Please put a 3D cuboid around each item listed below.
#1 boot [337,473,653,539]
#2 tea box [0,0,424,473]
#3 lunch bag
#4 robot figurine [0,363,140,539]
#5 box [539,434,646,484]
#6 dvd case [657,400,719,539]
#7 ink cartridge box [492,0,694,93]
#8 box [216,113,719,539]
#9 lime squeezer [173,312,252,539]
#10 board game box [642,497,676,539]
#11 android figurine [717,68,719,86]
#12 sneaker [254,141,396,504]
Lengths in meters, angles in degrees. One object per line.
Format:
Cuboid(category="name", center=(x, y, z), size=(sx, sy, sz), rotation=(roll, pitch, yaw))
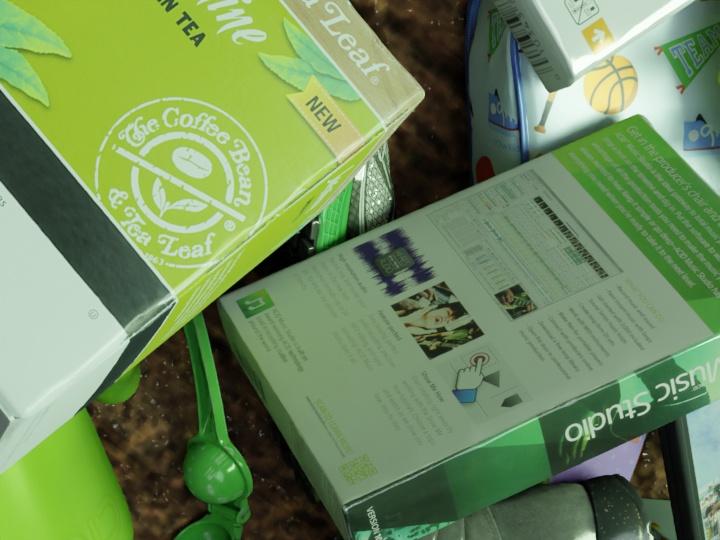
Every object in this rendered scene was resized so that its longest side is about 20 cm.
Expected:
Cuboid(category="boot", center=(0.049, 0.180, 0.906), size=(0.131, 0.070, 0.201), rotation=(-5, 96, -12))
Cuboid(category="tea box", center=(-0.123, -0.064, 0.821), size=(0.197, 0.134, 0.200), rotation=(-41, 89, -23))
Cuboid(category="lunch bag", center=(0.147, -0.076, 0.999), size=(0.199, 0.076, 0.161), rotation=(-8, 104, -16))
Cuboid(category="robot figurine", center=(-0.166, 0.078, 0.920), size=(0.175, 0.116, 0.201), rotation=(-24, 112, -8))
Cuboid(category="box", center=(0.057, 0.124, 0.995), size=(0.039, 0.137, 0.201), rotation=(15, 101, -21))
Cuboid(category="dvd case", center=(0.210, 0.040, 0.959), size=(0.199, 0.018, 0.143), rotation=(-27, 124, -21))
Cuboid(category="ink cartridge box", center=(0.109, -0.210, 0.929), size=(0.200, 0.047, 0.198), rotation=(-34, 95, -17))
Cuboid(category="box", center=(0.059, 0.021, 0.880), size=(0.199, 0.144, 0.036), rotation=(-24, 129, -9))
Cuboid(category="lime squeezer", center=(-0.079, 0.105, 0.994), size=(0.070, 0.038, 0.201), rotation=(8, 100, -36))
Cuboid(category="board game box", center=(0.166, 0.223, 1.077), size=(0.103, 0.105, 0.201), rotation=(6, 103, -19))
Cuboid(category="android figurine", center=(0.230, -0.097, 0.951), size=(0.199, 0.041, 0.183), rotation=(-25, 120, -25))
Cuboid(category="sneaker", center=(0.000, 0.000, 0.981), size=(0.085, 0.078, 0.201), rotation=(-15, 119, -20))
